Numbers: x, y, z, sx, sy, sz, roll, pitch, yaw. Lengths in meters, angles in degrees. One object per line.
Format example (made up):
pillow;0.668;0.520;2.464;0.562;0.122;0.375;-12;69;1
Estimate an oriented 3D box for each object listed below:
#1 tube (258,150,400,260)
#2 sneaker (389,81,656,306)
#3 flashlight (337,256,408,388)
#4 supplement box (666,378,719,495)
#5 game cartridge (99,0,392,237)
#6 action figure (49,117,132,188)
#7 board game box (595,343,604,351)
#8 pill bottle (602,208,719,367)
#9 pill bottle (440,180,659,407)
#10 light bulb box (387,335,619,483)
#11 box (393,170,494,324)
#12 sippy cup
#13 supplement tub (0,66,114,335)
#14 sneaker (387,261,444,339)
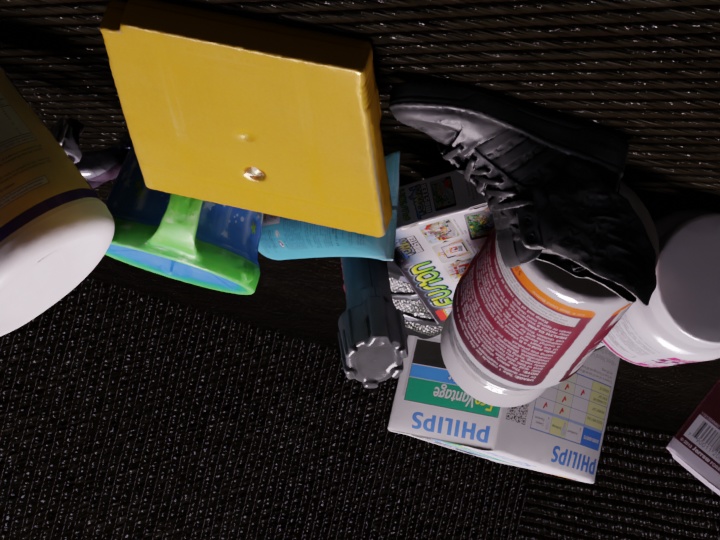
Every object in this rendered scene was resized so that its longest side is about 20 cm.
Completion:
tube;-0.021;-0.040;1.720;0.050;0.078;0.200;1;176;-27
sneaker;0.105;-0.050;1.499;0.198;0.105;0.060;15;174;-14
flashlight;0.000;0.000;1.788;0.068;0.201;0.068;-33;134;26
supplement box;0.317;0.077;1.752;0.061;0.200;0.109;39;180;13
game cartridge;-0.070;-0.099;1.492;0.175;0.033;0.200;12;151;11
action figure;-0.230;-0.079;1.850;0.199;0.070;0.130;-12;173;-33
board game box;0.212;0.018;1.959;0.135;0.028;0.200;-26;158;22
pill bottle;0.244;0.014;1.744;0.112;0.114;0.200;14;174;-5
pill bottle;0.133;0.017;1.701;0.113;0.115;0.200;14;149;-11
light bulb box;0.145;0.080;2.173;0.124;0.202;0.198;8;172;37
box;0.084;-0.020;1.784;0.109;0.035;0.200;-15;156;10
sippy cup;-0.127;-0.063;1.751;0.139;0.131;0.177;21;172;-38
supplement tub;-0.288;-0.066;1.668;0.200;0.145;0.145;52;-178;12
sneaker;0.016;-0.007;1.950;0.199;0.077;0.114;35;127;-28
